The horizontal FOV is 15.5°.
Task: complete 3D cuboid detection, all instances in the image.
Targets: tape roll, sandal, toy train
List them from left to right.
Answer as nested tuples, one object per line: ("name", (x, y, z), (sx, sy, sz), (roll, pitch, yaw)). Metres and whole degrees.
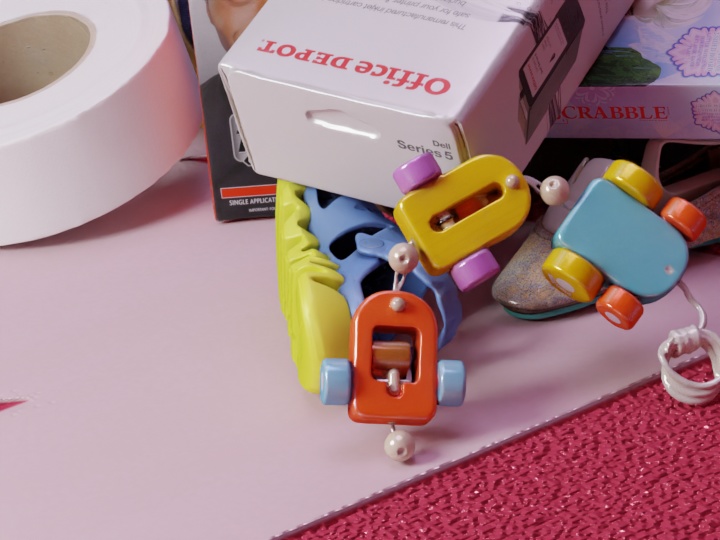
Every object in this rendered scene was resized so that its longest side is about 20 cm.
("tape roll", (-0.200, -0.101, 1.614), (0.202, 0.071, 0.203), (-14, 34, 10))
("sandal", (0.000, 0.000, 1.392), (0.087, 0.080, 0.200), (-5, 31, -7))
("toy train", (0.075, 0.018, 1.299), (0.200, 0.150, 0.056), (-2, -11, -9))

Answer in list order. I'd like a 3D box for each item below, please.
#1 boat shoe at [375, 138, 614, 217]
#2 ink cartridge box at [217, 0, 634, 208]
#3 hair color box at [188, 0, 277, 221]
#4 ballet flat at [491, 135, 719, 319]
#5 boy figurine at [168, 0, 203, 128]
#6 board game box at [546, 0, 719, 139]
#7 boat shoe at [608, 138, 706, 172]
("boat shoe", (0.066, -0.071, 1.545), (0.200, 0.072, 0.068), (-18, 20, -40))
("ink cartridge box", (0.040, -0.129, 1.400), (0.145, 0.084, 0.200), (15, 53, 28))
("hair color box", (-0.046, -0.134, 1.545), (0.101, 0.200, 0.061), (-5, 23, 4))
("ballet flat", (0.149, -0.036, 1.434), (0.200, 0.067, 0.068), (-22, 27, -32))
("boy figurine", (-0.104, -0.141, 1.702), (0.064, 0.124, 0.200), (-35, 3, -30))
("board game box", (0.141, -0.154, 1.488), (0.199, 0.041, 0.200), (1, 46, 16))
("boat shoe", (0.235, -0.091, 1.549), (0.200, 0.060, 0.074), (-14, 23, -17))
